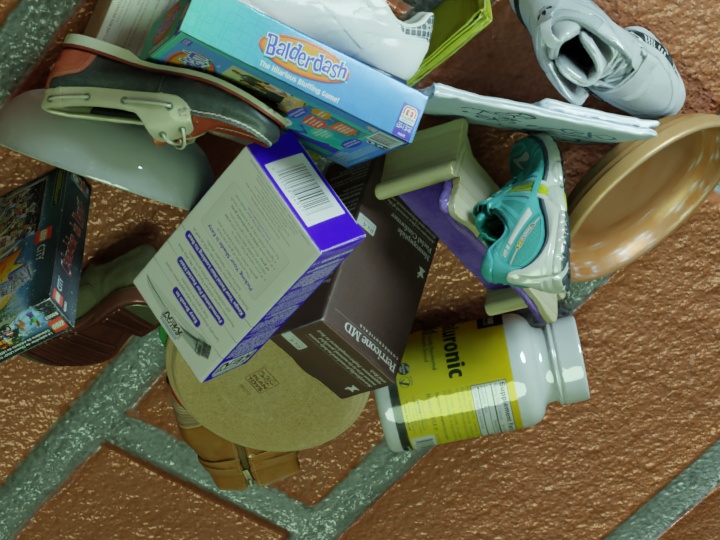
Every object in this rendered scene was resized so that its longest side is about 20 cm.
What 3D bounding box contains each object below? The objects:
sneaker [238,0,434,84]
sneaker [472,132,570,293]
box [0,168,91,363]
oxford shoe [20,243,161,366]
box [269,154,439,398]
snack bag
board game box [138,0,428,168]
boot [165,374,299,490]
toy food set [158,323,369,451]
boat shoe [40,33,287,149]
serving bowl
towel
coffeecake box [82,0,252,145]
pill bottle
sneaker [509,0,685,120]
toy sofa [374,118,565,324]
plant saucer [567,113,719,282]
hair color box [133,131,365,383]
[{"bbox_3d":[-0.037,-0.209,1.513,0.199,0.076,0.081,24,96,-23],"label":"sneaker"},{"bbox_3d":[0.133,-0.053,1.585,0.079,0.200,0.078,-1,122,4],"label":"sneaker"},{"bbox_3d":[-0.307,0.002,1.658,0.136,0.200,0.038,-25,125,16],"label":"box"},{"bbox_3d":[-0.248,0.036,1.779,0.199,0.075,0.070,-23,145,37],"label":"oxford shoe"},{"bbox_3d":[0.000,0.000,1.670,0.075,0.201,0.100,-17,132,42],"label":"box"},{"bbox_3d":[0.129,-0.134,1.605,0.199,0.189,0.022,10,91,-12],"label":"snack bag"},{"bbox_3d":[-0.065,-0.149,1.493,0.199,0.152,0.045,24,78,-17],"label":"board game box"},{"bbox_3d":[-0.081,0.145,1.869,0.199,0.074,0.155,-7,128,17],"label":"boot"},{"bbox_3d":[-0.088,0.087,1.744,0.200,0.049,0.198,34,123,-16],"label":"toy food set"},{"bbox_3d":[-0.154,-0.128,1.487,0.199,0.063,0.071,18,167,13],"label":"boat shoe"},{"bbox_3d":[-0.211,-0.110,1.603,0.199,0.200,0.066,19,92,-17],"label":"serving bowl"},{"bbox_3d":[0.029,-0.176,1.612,0.200,0.086,0.018,-36,119,22],"label":"towel"},{"bbox_3d":[-0.118,-0.199,1.591,0.199,0.073,0.154,19,123,-17],"label":"coffeecake box"},{"bbox_3d":[0.115,0.103,1.820,0.199,0.112,0.112,-11,128,4],"label":"pill bottle"},{"bbox_3d":[0.207,-0.171,1.606,0.200,0.115,0.075,37,115,-27],"label":"sneaker"},{"bbox_3d":[0.100,-0.032,1.674,0.083,0.098,0.200,-14,138,33],"label":"toy sofa"},{"bbox_3d":[0.246,-0.070,1.684,0.200,0.038,0.200,-31,155,-16],"label":"plant saucer"},{"bbox_3d":[-0.094,-0.009,1.562,0.110,0.065,0.200,55,130,12],"label":"hair color box"}]
